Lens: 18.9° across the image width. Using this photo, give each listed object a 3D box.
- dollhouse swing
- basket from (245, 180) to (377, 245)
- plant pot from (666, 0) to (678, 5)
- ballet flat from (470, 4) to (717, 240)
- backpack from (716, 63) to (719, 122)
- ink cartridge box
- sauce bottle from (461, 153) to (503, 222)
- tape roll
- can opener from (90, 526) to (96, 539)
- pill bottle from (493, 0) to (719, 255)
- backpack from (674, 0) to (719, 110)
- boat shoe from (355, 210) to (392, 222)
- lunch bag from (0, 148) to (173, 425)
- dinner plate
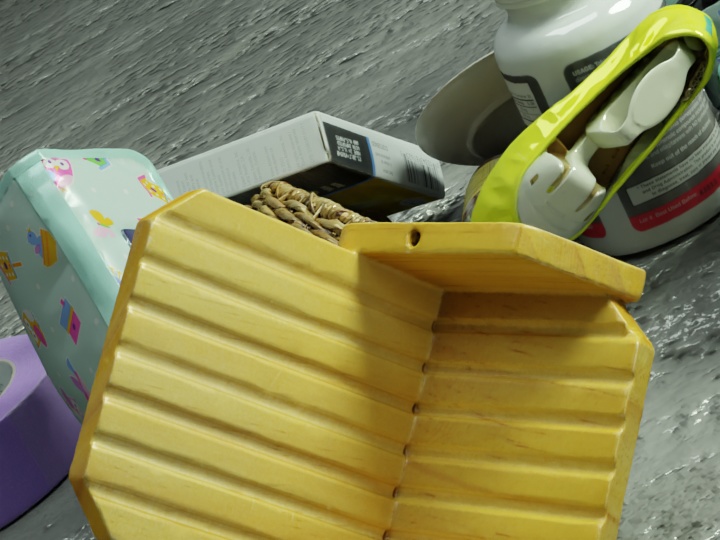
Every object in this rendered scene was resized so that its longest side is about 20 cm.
[{"bbox_3d":[0.002,0.064,0.985,0.181,0.176,0.201,1,70,42],"label":"dollhouse swing"},{"bbox_3d":[0.000,0.000,1.336,0.149,0.143,0.200,-34,21,-14],"label":"basket"},{"bbox_3d":[0.205,-0.256,1.614,0.200,0.197,0.200,-24,20,9],"label":"plant pot"},{"bbox_3d":[0.136,-0.073,1.263,0.200,0.067,0.067,-49,16,8],"label":"ballet flat"},{"bbox_3d":[0.287,-0.109,1.217,0.175,0.154,0.200,-30,11,4],"label":"backpack"},{"bbox_3d":[-0.069,-0.050,1.505,0.199,0.047,0.197,-20,-12,22],"label":"ink cartridge box"},{"bbox_3d":[0.099,-0.042,1.407,0.065,0.065,0.200,-25,8,10],"label":"sauce bottle"},{"bbox_3d":[-0.287,0.128,1.524,0.200,0.066,0.200,-25,19,9],"label":"tape roll"},{"bbox_3d":[-0.094,0.064,1.137,0.067,0.053,0.200,11,42,10],"label":"can opener"},{"bbox_3d":[0.150,-0.120,1.345,0.110,0.200,0.111,-24,20,9],"label":"pill bottle"},{"bbox_3d":[0.294,-0.176,1.390,0.200,0.127,0.167,-36,-4,-32],"label":"backpack"},{"bbox_3d":[-0.064,0.018,1.487,0.199,0.072,0.064,-22,7,-30],"label":"boat shoe"},{"bbox_3d":[-0.141,0.025,1.310,0.122,0.171,0.200,-31,-19,-8],"label":"lunch bag"},{"bbox_3d":[0.134,-0.117,1.479,0.199,0.024,0.200,-19,-21,-7],"label":"dinner plate"}]
